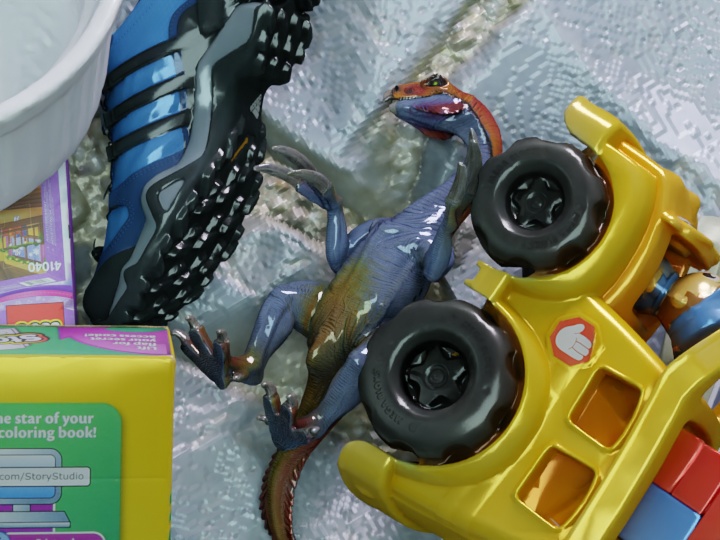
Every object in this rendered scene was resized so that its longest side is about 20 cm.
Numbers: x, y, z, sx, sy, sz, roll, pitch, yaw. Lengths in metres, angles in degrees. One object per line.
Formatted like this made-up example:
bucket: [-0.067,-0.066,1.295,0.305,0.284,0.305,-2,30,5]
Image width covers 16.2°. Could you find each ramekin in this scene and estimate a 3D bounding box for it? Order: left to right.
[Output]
ramekin: [-0.200,-0.113,1.093,0.199,0.098,0.202,3,60,-5]

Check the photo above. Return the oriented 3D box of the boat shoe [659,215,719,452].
boat shoe: [0.156,0.071,1.180,0.062,0.072,0.201,18,80,19]

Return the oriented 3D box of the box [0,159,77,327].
box: [-0.230,-0.014,1.143,0.198,0.039,0.138,-3,86,-8]

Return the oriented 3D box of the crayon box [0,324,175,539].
crayon box: [-0.183,0.113,1.110,0.198,0.058,0.174,1,102,-7]

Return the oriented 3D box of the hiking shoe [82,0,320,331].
hiking shoe: [-0.088,-0.067,1.160,0.086,0.074,0.201,21,87,22]

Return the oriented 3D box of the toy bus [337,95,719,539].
toy bus: [0.116,0.054,1.098,0.191,0.136,0.201,30,84,25]

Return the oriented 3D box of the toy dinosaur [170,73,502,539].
toy dinosaur: [0.000,0.000,1.170,0.105,0.201,0.181,33,52,25]
